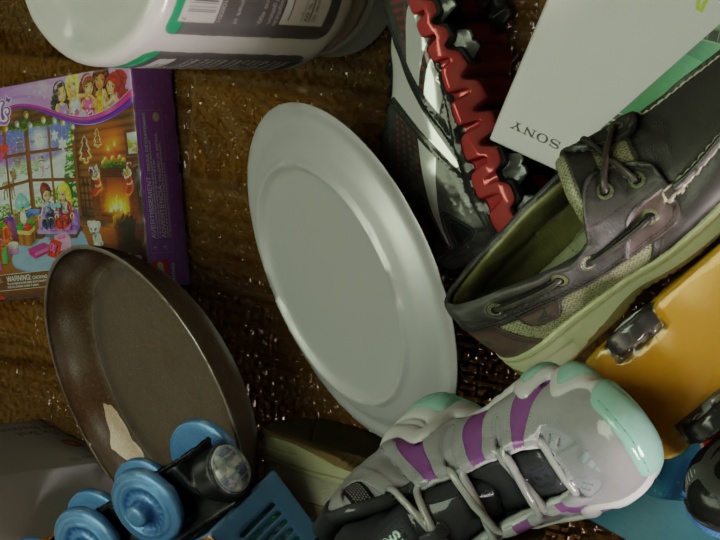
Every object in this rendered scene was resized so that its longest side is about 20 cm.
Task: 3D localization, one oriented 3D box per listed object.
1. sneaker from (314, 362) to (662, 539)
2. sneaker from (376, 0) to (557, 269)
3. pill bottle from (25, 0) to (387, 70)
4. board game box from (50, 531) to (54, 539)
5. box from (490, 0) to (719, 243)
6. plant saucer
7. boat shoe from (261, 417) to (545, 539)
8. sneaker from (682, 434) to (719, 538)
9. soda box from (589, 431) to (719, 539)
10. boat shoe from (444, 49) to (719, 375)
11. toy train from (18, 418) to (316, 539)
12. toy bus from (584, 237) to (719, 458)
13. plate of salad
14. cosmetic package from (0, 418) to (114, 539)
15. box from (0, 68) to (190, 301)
[{"bbox_3d":[0.043,0.116,0.935,0.078,0.140,0.200,53,151,-7],"label":"sneaker"},{"bbox_3d":[0.042,-0.090,1.072,0.098,0.071,0.201,-27,78,35],"label":"sneaker"},{"bbox_3d":[-0.074,-0.163,1.078,0.113,0.200,0.114,3,95,38],"label":"pill bottle"},{"bbox_3d":[-0.156,0.273,1.227,0.151,0.046,0.201,24,90,26],"label":"board game box"},{"bbox_3d":[0.164,-0.123,0.959,0.144,0.036,0.201,25,112,8],"label":"box"},{"bbox_3d":[-0.120,0.072,1.202,0.200,0.032,0.201,35,140,37],"label":"plant saucer"},{"bbox_3d":[0.021,0.137,1.112,0.200,0.074,0.067,19,109,47],"label":"boat shoe"},{"bbox_3d":[0.232,0.059,0.885,0.199,0.083,0.071,-23,45,13],"label":"sneaker"},{"bbox_3d":[0.187,0.114,0.975,0.200,0.064,0.068,26,109,34],"label":"soda box"},{"bbox_3d":[0.117,-0.031,0.935,0.201,0.066,0.072,-48,33,26],"label":"boat shoe"},{"bbox_3d":[-0.114,0.166,1.131,0.200,0.087,0.114,-34,93,39],"label":"toy train"},{"bbox_3d":[0.197,-0.002,0.924,0.200,0.078,0.065,-43,87,23],"label":"toy bus"},{"bbox_3d":[0.000,0.000,1.107,0.200,0.048,0.201,41,143,40],"label":"plate of salad"},{"bbox_3d":[-0.251,0.134,1.243,0.082,0.200,0.051,23,107,35],"label":"cosmetic package"},{"bbox_3d":[-0.197,-0.051,1.289,0.199,0.039,0.138,-5,90,39],"label":"box"}]
